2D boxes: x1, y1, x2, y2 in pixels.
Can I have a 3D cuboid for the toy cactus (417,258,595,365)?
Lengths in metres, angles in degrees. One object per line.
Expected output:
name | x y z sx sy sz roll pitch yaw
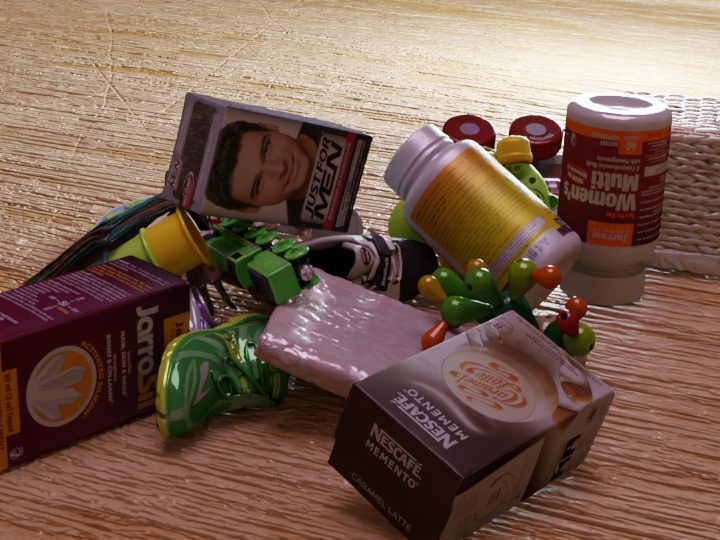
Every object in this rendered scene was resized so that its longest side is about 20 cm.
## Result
toy cactus | 0.143 0.054 1.213 0.198 0.103 0.164 7 -22 47

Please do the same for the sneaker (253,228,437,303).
sneaker | 0.000 0.000 1.352 0.197 0.075 0.088 -5 -7 -28

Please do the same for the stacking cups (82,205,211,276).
stacking cups | -0.234 0.014 1.255 0.198 0.061 0.061 -29 20 6

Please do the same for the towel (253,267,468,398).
towel | 0.016 0.070 1.205 0.197 0.033 0.191 21 20 -1

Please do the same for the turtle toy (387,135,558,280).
turtle toy | 0.121 -0.060 1.505 0.197 0.148 0.101 -7 -5 18

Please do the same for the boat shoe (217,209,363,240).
boat shoe | -0.092 -0.062 1.544 0.197 0.074 0.063 18 -12 5

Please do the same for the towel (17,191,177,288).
towel | -0.259 -0.014 1.330 0.199 0.022 0.146 -32 2 34

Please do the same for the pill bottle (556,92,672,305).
pill bottle | 0.259 -0.074 1.436 0.108 0.203 0.110 2 20 -1

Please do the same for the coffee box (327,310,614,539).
coffee box | 0.086 0.118 1.049 0.114 0.081 0.199 38 37 27

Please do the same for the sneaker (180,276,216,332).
sneaker | -0.196 0.046 1.300 0.099 0.076 0.200 -29 32 -14

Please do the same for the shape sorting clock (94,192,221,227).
shape sorting clock | -0.203 -0.053 1.572 0.197 0.040 0.200 2 20 -1

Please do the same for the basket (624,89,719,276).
basket | 0.380 -0.102 1.583 0.197 0.163 0.198 8 21 12

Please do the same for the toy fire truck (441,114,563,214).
toy fire truck | 0.169 -0.091 1.631 0.197 0.113 0.169 -2 39 -6

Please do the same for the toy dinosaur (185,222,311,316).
toy dinosaur | -0.100 0.000 1.392 0.197 0.087 0.136 20 32 -2

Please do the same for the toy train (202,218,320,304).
toy train | -0.097 -0.011 1.256 0.056 0.042 0.199 -29 23 -18

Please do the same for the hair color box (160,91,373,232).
hair color box | -0.083 -0.097 1.291 0.060 0.100 0.198 23 11 40

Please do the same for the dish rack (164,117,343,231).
dish rack | -0.104 -0.098 1.440 0.197 0.055 0.153 -18 -6 -2

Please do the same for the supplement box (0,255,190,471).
supplement box | -0.240 0.071 1.140 0.085 0.112 0.199 20 28 40

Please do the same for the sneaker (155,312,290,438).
sneaker | -0.105 0.083 1.172 0.082 0.075 0.200 8 21 26

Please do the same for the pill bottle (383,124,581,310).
pill bottle | 0.118 -0.054 1.394 0.200 0.110 0.109 44 36 15
